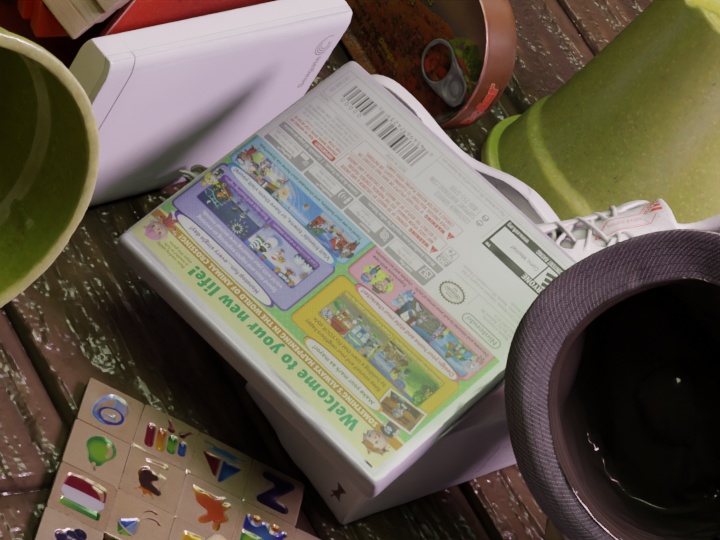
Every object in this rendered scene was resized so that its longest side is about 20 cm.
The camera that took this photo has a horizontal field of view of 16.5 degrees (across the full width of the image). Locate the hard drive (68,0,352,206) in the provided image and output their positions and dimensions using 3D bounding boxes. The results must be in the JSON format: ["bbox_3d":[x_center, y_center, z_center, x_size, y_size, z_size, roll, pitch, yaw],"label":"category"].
[{"bbox_3d":[-0.104,-0.095,1.420,0.200,0.132,0.027,-19,62,-48],"label":"hard drive"}]

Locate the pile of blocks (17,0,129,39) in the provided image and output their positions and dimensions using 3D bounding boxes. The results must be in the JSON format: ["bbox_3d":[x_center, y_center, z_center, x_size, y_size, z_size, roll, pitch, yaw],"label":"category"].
[{"bbox_3d":[-0.202,-0.191,1.287,0.200,0.062,0.082,49,8,-28],"label":"pile of blocks"}]

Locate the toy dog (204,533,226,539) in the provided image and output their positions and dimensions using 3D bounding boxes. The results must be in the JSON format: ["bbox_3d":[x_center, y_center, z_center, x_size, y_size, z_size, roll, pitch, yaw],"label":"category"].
[{"bbox_3d":[-0.095,0.213,1.153,0.200,0.096,0.132,-21,64,-28],"label":"toy dog"}]

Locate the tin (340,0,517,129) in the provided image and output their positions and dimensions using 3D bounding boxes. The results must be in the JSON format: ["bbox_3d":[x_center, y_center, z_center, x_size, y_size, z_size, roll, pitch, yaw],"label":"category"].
[{"bbox_3d":[0.034,-0.181,1.640,0.042,0.112,0.200,-3,53,-41],"label":"tin"}]

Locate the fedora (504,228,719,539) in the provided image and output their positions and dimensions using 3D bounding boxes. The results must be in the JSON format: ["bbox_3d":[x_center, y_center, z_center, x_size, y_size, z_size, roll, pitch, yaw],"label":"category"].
[{"bbox_3d":[0.165,0.066,1.323,0.200,0.177,0.090,61,4,-13],"label":"fedora"}]

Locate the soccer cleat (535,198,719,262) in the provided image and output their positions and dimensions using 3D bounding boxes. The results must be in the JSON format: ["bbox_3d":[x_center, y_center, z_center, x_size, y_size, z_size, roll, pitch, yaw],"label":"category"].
[{"bbox_3d":[0.141,-0.009,1.447,0.200,0.085,0.069,4,47,-38],"label":"soccer cleat"}]

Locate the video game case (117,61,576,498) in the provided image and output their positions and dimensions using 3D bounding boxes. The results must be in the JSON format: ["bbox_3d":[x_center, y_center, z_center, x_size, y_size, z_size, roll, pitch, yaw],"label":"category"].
[{"bbox_3d":[0.000,0.000,1.352,0.182,0.022,0.200,-39,73,-25],"label":"video game case"}]

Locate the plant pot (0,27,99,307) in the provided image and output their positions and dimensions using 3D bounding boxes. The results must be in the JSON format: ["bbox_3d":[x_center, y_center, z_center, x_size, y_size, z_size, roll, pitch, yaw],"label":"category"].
[{"bbox_3d":[-0.260,-0.092,1.267,0.200,0.200,0.184,3,38,-37],"label":"plant pot"}]

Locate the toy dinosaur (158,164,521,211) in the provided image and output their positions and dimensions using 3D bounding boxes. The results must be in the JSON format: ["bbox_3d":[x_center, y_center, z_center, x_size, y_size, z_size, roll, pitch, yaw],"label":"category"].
[{"bbox_3d":[-0.006,-0.018,1.432,0.200,0.077,0.102,10,16,27],"label":"toy dinosaur"}]

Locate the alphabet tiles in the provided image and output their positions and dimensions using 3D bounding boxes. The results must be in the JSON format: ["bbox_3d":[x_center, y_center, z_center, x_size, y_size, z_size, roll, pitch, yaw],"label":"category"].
[{"bbox_3d":[-0.071,0.155,1.286,0.200,0.008,0.167,28,38,-12],"label":"alphabet tiles"}]

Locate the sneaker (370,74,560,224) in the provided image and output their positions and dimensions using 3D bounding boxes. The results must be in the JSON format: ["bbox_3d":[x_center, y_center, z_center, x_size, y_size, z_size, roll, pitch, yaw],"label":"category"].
[{"bbox_3d":[0.042,-0.033,1.531,0.200,0.071,0.099,42,41,12],"label":"sneaker"}]

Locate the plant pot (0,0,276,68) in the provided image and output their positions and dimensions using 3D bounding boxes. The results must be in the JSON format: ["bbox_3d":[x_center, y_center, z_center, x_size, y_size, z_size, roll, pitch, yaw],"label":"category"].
[{"bbox_3d":[-0.144,-0.199,1.466,0.176,0.200,0.200,0,49,-54],"label":"plant pot"}]

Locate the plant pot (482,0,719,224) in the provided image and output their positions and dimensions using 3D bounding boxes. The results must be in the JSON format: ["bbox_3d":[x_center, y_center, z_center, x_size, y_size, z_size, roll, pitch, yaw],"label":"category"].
[{"bbox_3d":[0.211,-0.090,1.597,0.200,0.184,0.200,26,33,-18],"label":"plant pot"}]

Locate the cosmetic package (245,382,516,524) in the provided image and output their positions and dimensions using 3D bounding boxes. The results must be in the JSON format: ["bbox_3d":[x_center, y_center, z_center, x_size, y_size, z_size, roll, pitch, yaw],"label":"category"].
[{"bbox_3d":[0.044,0.065,1.420,0.200,0.071,0.101,-15,61,-46],"label":"cosmetic package"}]

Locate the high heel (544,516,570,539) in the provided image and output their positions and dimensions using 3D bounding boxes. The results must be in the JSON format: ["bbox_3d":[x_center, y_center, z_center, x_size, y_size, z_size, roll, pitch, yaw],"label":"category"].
[{"bbox_3d":[0.174,0.217,1.354,0.143,0.071,0.200,-3,68,-33],"label":"high heel"}]
